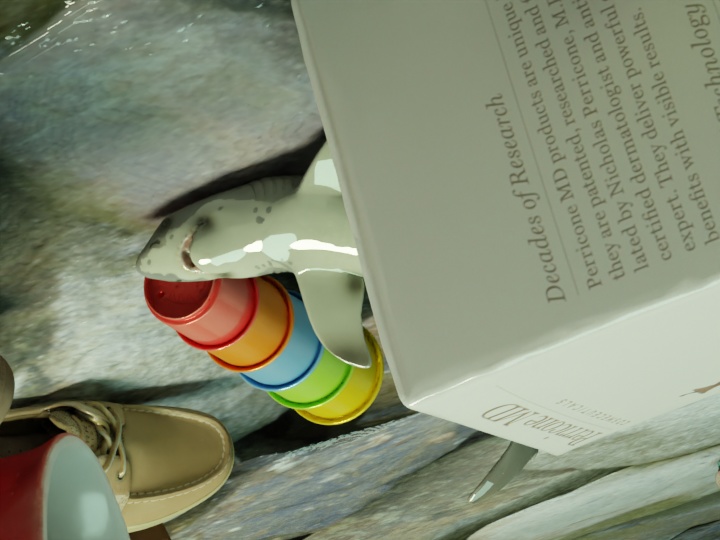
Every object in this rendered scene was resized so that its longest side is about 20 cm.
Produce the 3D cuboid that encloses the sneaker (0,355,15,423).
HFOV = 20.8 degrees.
[{"bbox_3d":[-0.262,0.069,0.910,0.199,0.071,0.076,-25,142,11],"label":"sneaker"}]

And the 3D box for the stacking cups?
[{"bbox_3d":[-0.044,0.030,0.981,0.060,0.061,0.200,-21,160,12],"label":"stacking cups"}]

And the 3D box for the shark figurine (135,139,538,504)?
[{"bbox_3d":[0.022,-0.001,0.889,0.128,0.214,0.090,-54,-169,16],"label":"shark figurine"}]

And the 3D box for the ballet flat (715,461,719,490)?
[{"bbox_3d":[0.430,0.179,1.815,0.199,0.068,0.068,-23,161,14],"label":"ballet flat"}]

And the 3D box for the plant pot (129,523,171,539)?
[{"bbox_3d":[-0.192,0.192,1.177,0.199,0.141,0.200,-16,161,-6],"label":"plant pot"}]

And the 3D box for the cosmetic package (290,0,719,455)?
[{"bbox_3d":[0.111,-0.049,0.723,0.199,0.167,0.167,-23,161,19],"label":"cosmetic package"}]

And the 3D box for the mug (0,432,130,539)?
[{"bbox_3d":[-0.190,0.123,0.701,0.199,0.178,0.133,-13,179,6],"label":"mug"}]

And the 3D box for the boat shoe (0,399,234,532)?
[{"bbox_3d":[-0.156,0.106,1.072,0.199,0.072,0.065,-6,159,-27],"label":"boat shoe"}]
